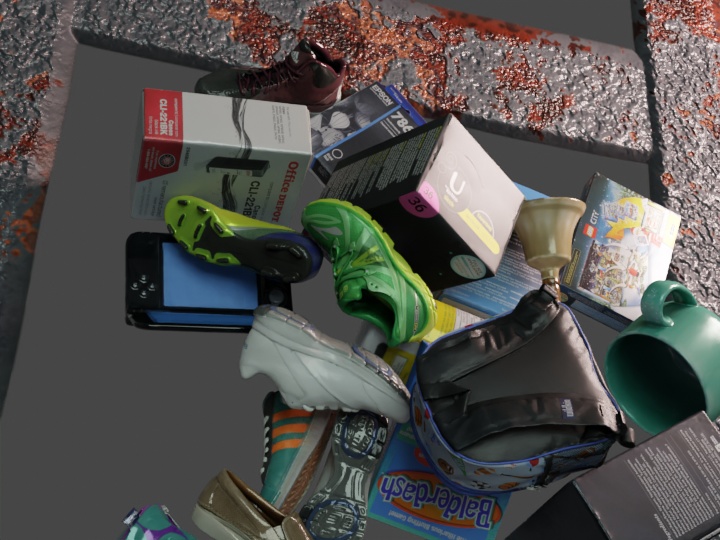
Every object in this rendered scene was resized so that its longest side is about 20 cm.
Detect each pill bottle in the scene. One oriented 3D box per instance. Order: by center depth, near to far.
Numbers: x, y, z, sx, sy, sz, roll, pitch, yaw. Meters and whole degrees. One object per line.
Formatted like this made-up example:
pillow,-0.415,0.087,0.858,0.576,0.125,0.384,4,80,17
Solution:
pill bottle,0.097,0.100,1.384,0.198,0.115,0.115,22,57,-5

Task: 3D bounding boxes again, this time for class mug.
mug,0.395,0.105,1.437,0.114,0.186,0.152,-32,63,-33

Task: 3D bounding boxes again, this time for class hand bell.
hand bell,0.232,0.023,1.431,0.103,0.104,0.202,1,76,-18

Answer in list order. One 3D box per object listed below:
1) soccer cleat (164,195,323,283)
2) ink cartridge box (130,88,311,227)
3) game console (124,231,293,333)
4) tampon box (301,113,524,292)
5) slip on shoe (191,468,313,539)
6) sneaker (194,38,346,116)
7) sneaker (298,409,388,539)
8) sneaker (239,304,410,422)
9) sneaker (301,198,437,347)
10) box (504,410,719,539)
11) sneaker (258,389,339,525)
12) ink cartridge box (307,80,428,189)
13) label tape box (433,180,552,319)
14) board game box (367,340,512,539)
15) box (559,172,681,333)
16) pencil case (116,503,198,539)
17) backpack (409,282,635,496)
soccer cleat,-0.135,-0.035,1.373,0.198,0.065,0.084,21,15,15
ink cartridge box,-0.168,-0.129,1.405,0.198,0.145,0.084,3,52,-16
game console,-0.164,0.014,1.347,0.198,0.117,0.177,3,61,-17
tampon box,0.062,-0.065,1.390,0.150,0.199,0.127,43,53,-26
slip on shoe,-0.078,0.277,1.210,0.199,0.076,0.061,31,94,14
sneaker,-0.110,-0.258,1.520,0.198,0.116,0.076,-4,62,-20
sneaker,-0.018,0.243,1.288,0.074,0.087,0.202,22,75,5
sneaker,-0.036,0.113,1.250,0.199,0.075,0.088,28,96,-1
sneaker,0.000,0.000,1.301,0.083,0.074,0.200,-34,73,-31
box,0.295,0.277,1.296,0.195,0.200,0.125,-22,68,-28
sneaker,-0.081,0.185,1.311,0.079,0.072,0.201,18,60,13
ink cartridge box,0.007,-0.185,1.564,0.199,0.039,0.100,-35,76,-31
label tape box,0.178,-0.014,1.505,0.143,0.063,0.201,22,57,-7
board game box,0.104,0.199,1.311,0.151,0.045,0.202,20,91,-6
box,0.343,-0.021,1.578,0.136,0.038,0.201,26,57,-2
pencil case,-0.160,0.317,1.193,0.199,0.085,0.093,33,63,2
backpack,0.144,0.136,1.195,0.189,0.155,0.201,-8,51,-19
